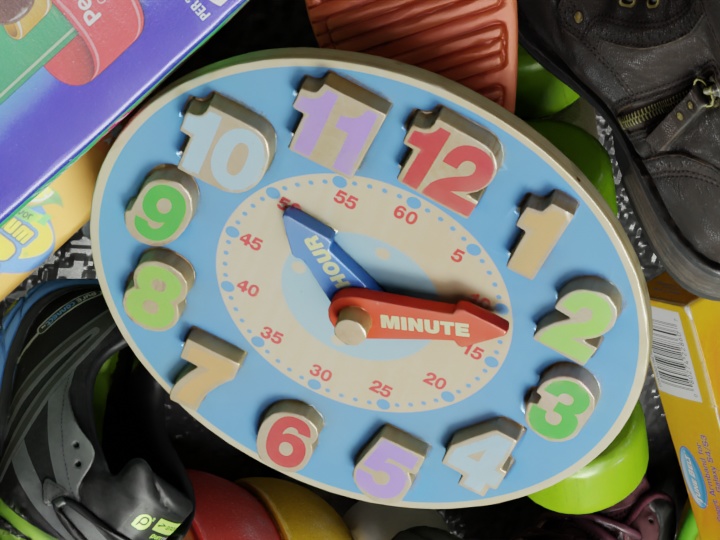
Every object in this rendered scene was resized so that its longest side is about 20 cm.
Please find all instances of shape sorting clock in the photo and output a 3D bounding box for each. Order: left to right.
[{"bbox_3d":[0.001,0.009,0.871,0.200,0.039,0.200,10,128,12],"label":"shape sorting clock"}]

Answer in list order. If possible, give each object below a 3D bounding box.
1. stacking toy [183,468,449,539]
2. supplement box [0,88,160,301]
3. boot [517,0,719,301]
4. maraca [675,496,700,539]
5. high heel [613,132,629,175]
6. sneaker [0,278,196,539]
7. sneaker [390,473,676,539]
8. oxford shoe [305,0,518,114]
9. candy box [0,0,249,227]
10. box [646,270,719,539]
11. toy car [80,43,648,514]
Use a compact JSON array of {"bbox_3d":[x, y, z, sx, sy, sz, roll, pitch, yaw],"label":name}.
[{"bbox_3d":[-0.051,0.134,1.075,0.200,0.146,0.146,-9,128,-30],"label":"stacking toy"},{"bbox_3d":[-0.165,-0.018,0.959,0.200,0.069,0.067,-43,124,13],"label":"supplement box"},{"bbox_3d":[0.113,-0.092,0.802,0.069,0.200,0.174,-26,167,-18],"label":"boot"},{"bbox_3d":[0.200,0.140,1.126,0.137,0.107,0.200,-8,124,-10],"label":"maraca"},{"bbox_3d":[0.183,-0.090,0.944,0.142,0.072,0.200,-10,163,-13],"label":"high heel"},{"bbox_3d":[-0.106,0.100,0.940,0.083,0.200,0.071,0,166,32],"label":"sneaker"},{"bbox_3d":[0.076,0.116,1.084,0.116,0.076,0.200,-60,149,-11],"label":"sneaker"},{"bbox_3d":[0.011,-0.129,0.875,0.071,0.073,0.200,-14,97,5],"label":"oxford shoe"},{"bbox_3d":[-0.151,-0.100,0.859,0.200,0.077,0.169,-41,94,16],"label":"candy box"},{"bbox_3d":[0.207,0.021,1.032,0.200,0.041,0.119,-29,113,-28],"label":"box"},{"bbox_3d":[0.000,0.000,0.970,0.200,0.158,0.164,-8,136,6],"label":"toy car"}]
